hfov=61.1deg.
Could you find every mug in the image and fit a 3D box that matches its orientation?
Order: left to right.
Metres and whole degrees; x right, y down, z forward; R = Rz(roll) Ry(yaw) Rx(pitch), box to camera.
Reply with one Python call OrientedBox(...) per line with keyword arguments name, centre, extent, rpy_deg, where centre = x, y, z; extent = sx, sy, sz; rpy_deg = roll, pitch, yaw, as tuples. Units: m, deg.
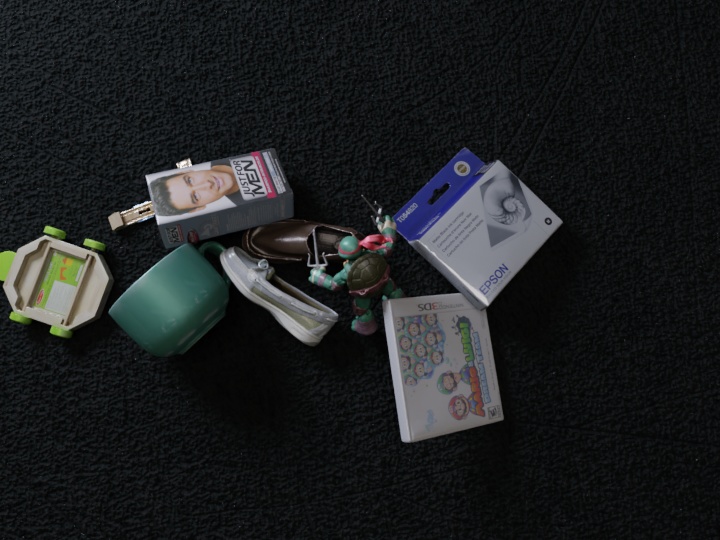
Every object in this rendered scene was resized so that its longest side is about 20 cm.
OrientedBox(name="mug", centre=(-0.256, 0.042, 0.895), extent=(0.185, 0.152, 0.114), rpy_deg=(-43, 95, -8))

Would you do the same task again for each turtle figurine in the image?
OrientedBox(name="turtle figurine", centre=(0.000, 0.000, 0.880), extent=(0.149, 0.200, 0.101), rpy_deg=(-24, 40, 1))

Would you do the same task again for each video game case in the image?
OrientedBox(name="video game case", centre=(0.124, 0.136, 0.899), extent=(0.182, 0.024, 0.201), rpy_deg=(-3, 81, -32))

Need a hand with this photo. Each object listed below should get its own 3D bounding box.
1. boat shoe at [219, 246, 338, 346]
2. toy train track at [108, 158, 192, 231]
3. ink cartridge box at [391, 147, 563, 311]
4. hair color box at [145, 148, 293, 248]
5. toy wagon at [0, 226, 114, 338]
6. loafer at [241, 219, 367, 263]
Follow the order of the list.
OrientedBox(name="boat shoe", centre=(-0.125, 0.029, 0.929), extent=(0.202, 0.074, 0.065), rpy_deg=(42, 102, 2))
OrientedBox(name="toy train track", centre=(-0.309, -0.113, 0.977), extent=(0.199, 0.033, 0.115), rpy_deg=(-22, 82, -1))
OrientedBox(name="ink cartridge box", centre=(0.179, -0.075, 0.944), extent=(0.200, 0.041, 0.200), rpy_deg=(43, 73, 6))
OrientedBox(name="hair color box", centre=(-0.211, -0.112, 0.926), extent=(0.199, 0.061, 0.099), rpy_deg=(-16, 59, -15))
OrientedBox(name="toy wagon", centre=(-0.494, 0.011, 0.959), extent=(0.199, 0.040, 0.156), rpy_deg=(18, 82, 4))
OrientedBox(name="loafer", centre=(-0.087, -0.051, 0.947), extent=(0.199, 0.071, 0.073), rpy_deg=(1, 82, 0))
